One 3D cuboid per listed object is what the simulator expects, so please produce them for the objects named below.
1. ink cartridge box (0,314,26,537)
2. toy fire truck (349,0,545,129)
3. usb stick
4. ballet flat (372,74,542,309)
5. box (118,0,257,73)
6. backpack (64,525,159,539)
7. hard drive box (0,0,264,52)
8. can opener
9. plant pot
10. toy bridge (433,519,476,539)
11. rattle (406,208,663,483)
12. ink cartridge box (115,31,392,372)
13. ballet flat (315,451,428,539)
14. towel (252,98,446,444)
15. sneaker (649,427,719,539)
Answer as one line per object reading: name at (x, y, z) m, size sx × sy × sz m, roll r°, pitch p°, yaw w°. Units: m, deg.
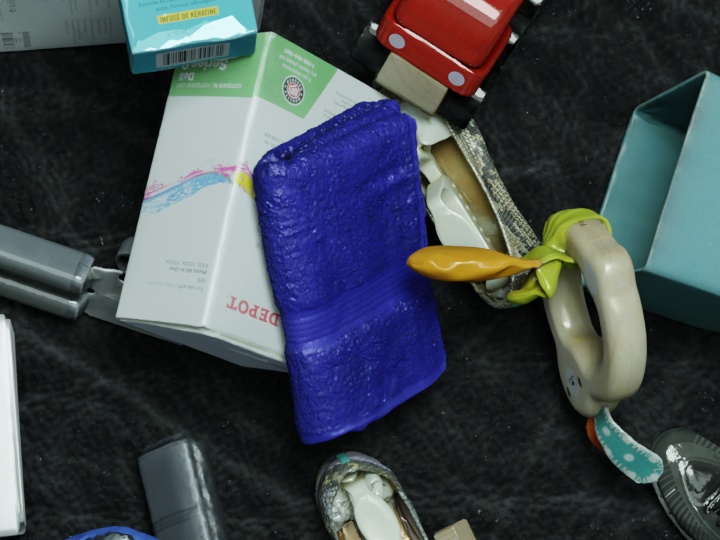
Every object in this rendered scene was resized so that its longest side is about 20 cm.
ink cartridge box at (-0.325, 0.112, 1.342) m, size 0.199 × 0.084 × 0.147 m, roll -4°, pitch 82°, yaw -7°
toy fire truck at (0.106, -0.209, 1.358) m, size 0.128 × 0.200 × 0.176 m, roll 32°, pitch 50°, yaw 1°
usb stick at (-0.107, 0.208, 1.357) m, size 0.055 × 0.033 × 0.201 m, roll -22°, pitch 74°, yaw 26°
ballet flat at (0.062, -0.061, 1.408) m, size 0.068 × 0.075 × 0.200 m, roll -34°, pitch 86°, yaw 31°
box at (-0.122, -0.231, 1.276) m, size 0.082 × 0.049 × 0.201 m, roll -11°, pitch 81°, yaw -8°
backpack at (-0.187, 0.251, 1.289) m, size 0.200 × 0.168 × 0.163 m, roll -29°, pitch 87°, yaw -3°
hard drive box at (-0.165, -0.210, 1.373) m, size 0.199 × 0.156 × 0.077 m, roll -4°, pitch 80°, yaw -7°
can opener at (-0.198, -0.004, 1.399) m, size 0.199 × 0.053 × 0.067 m, roll 19°, pitch 48°, yaw -2°
plant pot at (0.281, -0.025, 1.399) m, size 0.199 × 0.141 × 0.142 m, roll 21°, pitch 80°, yaw -9°
toy bridge at (0.003, 0.231, 1.333) m, size 0.200 × 0.027 × 0.067 m, roll -28°, pitch 84°, yaw 24°
rattle at (0.121, 0.068, 1.353) m, size 0.143 × 0.130 × 0.201 m, roll -24°, pitch 128°, yaw -29°
ink cartridge box at (-0.068, -0.041, 1.354) m, size 0.087 × 0.145 × 0.201 m, roll 3°, pitch 78°, yaw 37°
ballet flat at (0.028, 0.214, 1.370) m, size 0.072 × 0.072 × 0.201 m, roll -27°, pitch 85°, yaw -9°
towel at (0.000, 0.000, 1.337) m, size 0.148 × 0.049 × 0.201 m, roll -34°, pitch 120°, yaw -46°
sneaker at (0.275, 0.188, 1.387) m, size 0.066 × 0.091 × 0.200 m, roll -36°, pitch 86°, yaw -11°
